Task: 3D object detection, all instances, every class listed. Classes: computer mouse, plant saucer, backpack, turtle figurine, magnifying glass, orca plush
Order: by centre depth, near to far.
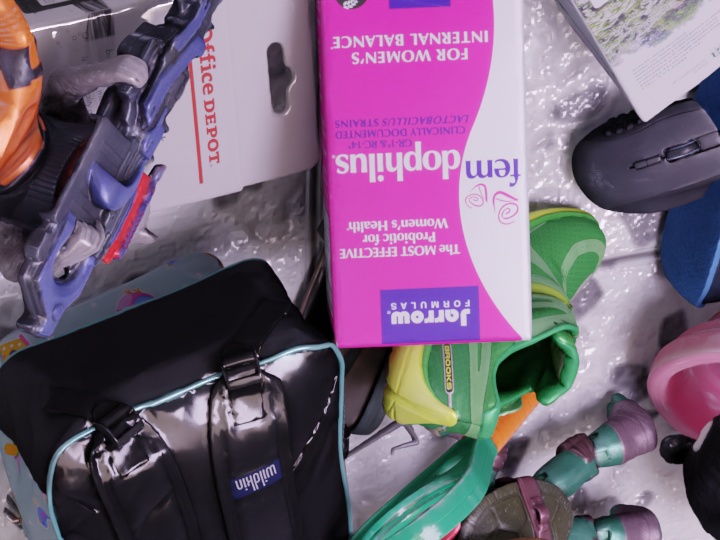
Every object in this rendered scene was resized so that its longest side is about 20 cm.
[{"bbox_3d":[-0.096,0.103,1.508,0.175,0.153,0.200,-25,127,-17],"label":"backpack"},{"bbox_3d":[0.053,0.103,1.548,0.080,0.200,0.022,-30,97,38],"label":"magnifying glass"},{"bbox_3d":[0.199,-0.071,1.558,0.034,0.200,0.059,-33,103,-57],"label":"computer mouse"},{"bbox_3d":[0.230,0.124,1.638,0.105,0.071,0.200,15,154,-16],"label":"orca plush"},{"bbox_3d":[0.078,0.140,1.655,0.200,0.101,0.150,-11,125,-28],"label":"turtle figurine"},{"bbox_3d":[0.266,0.073,1.669,0.200,0.200,0.051,36,63,-36],"label":"plant saucer"}]

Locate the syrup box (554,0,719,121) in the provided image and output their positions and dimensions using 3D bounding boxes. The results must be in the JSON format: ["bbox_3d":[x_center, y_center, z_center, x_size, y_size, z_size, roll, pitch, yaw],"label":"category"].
[{"bbox_3d":[0.130,-0.164,1.470,0.079,0.082,0.200,-36,151,3],"label":"syrup box"}]

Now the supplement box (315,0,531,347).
[{"bbox_3d":[0.031,-0.068,1.453,0.101,0.103,0.201,-3,100,-2],"label":"supplement box"}]

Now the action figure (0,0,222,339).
[{"bbox_3d":[-0.150,-0.082,1.353,0.200,0.104,0.194,-59,135,-20],"label":"action figure"}]

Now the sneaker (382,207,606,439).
[{"bbox_3d":[0.085,0.036,1.566,0.200,0.083,0.074,-44,153,-46],"label":"sneaker"}]

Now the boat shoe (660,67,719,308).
[{"bbox_3d":[0.223,-0.073,1.625,0.068,0.084,0.200,-7,137,-31],"label":"boat shoe"}]

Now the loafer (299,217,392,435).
[{"bbox_3d":[0.000,0.000,1.553,0.063,0.072,0.200,4,117,-21],"label":"loafer"}]

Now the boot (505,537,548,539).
[{"bbox_3d":[0.024,0.188,1.513,0.200,0.074,0.155,-28,163,-4],"label":"boot"}]

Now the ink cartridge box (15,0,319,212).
[{"bbox_3d":[-0.126,-0.089,1.437,0.199,0.068,0.116,-14,122,-18],"label":"ink cartridge box"}]
